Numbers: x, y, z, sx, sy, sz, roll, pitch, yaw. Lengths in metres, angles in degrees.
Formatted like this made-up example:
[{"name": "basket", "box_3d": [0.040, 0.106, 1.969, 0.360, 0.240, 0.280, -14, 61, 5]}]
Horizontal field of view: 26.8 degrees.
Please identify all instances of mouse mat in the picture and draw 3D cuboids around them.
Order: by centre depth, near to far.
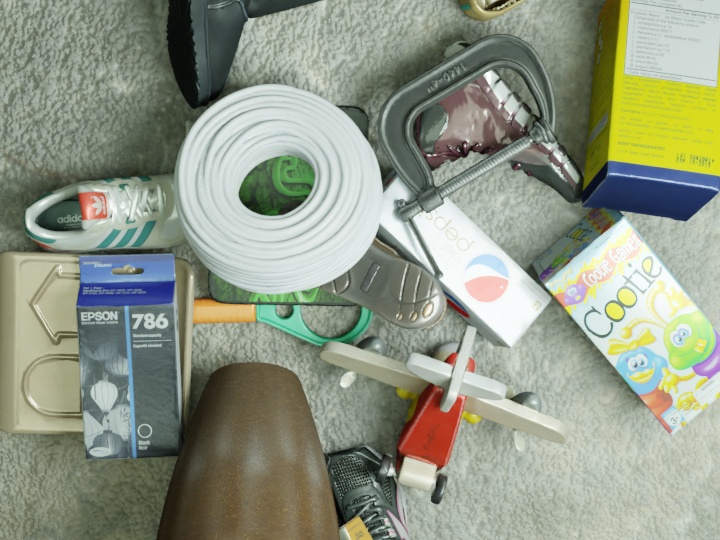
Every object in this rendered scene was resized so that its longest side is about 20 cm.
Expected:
[{"name": "mouse mat", "box_3d": [-0.072, -0.065, 1.515, 0.159, 0.008, 0.203, 1, 97, -1]}]

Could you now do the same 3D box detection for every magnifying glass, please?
[{"name": "magnifying glass", "box_3d": [-0.085, 0.040, 1.539, 0.197, 0.022, 0.081, -1, 102, 0]}]

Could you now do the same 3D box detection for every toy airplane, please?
[{"name": "toy airplane", "box_3d": [0.083, 0.118, 1.498, 0.198, 0.142, 0.201, -17, 124, 31]}]

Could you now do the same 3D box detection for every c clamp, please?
[{"name": "c clamp", "box_3d": [0.106, -0.119, 1.439, 0.199, 0.027, 0.172, -36, 84, 8]}]

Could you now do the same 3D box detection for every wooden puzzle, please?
[{"name": "wooden puzzle", "box_3d": [-0.268, 0.073, 1.528, 0.197, 0.046, 0.188, 3, 102, -4]}]

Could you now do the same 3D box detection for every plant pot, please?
[{"name": "plant pot", "box_3d": [-0.108, 0.200, 1.484, 0.184, 0.187, 0.202, 0, 63, -1]}]

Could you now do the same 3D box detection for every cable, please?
[{"name": "cable", "box_3d": [-0.078, -0.079, 1.432, 0.197, 0.069, 0.202, -1, 68, 3]}]

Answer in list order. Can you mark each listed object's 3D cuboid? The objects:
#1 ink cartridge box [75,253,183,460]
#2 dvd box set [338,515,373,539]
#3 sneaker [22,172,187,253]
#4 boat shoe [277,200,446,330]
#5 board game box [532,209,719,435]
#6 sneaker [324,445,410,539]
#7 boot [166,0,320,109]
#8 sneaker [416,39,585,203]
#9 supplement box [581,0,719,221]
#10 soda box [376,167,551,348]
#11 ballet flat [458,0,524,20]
[{"name": "ink cartridge box", "box_3d": [-0.227, 0.085, 1.490, 0.098, 0.039, 0.203, -3, 102, -2]}, {"name": "dvd box set", "box_3d": [0.004, 0.360, 1.535, 0.146, 0.029, 0.201, -38, 81, 49]}, {"name": "sneaker", "box_3d": [-0.234, -0.056, 1.472, 0.197, 0.093, 0.071, -8, 87, 3]}, {"name": "boat shoe", "box_3d": [0.000, 0.000, 1.477, 0.199, 0.072, 0.076, 35, 93, 21]}, {"name": "board game box", "box_3d": [0.276, 0.045, 1.504, 0.103, 0.105, 0.200, -40, 99, 8]}, {"name": "sneaker", "box_3d": [0.022, 0.276, 1.558, 0.080, 0.086, 0.202, -25, 101, 3]}, {"name": "boot", "box_3d": [-0.101, -0.254, 1.439, 0.161, 0.074, 0.199, -23, 145, -22]}, {"name": "sneaker", "box_3d": [0.125, -0.119, 1.486, 0.115, 0.076, 0.200, -42, 90, 7]}, {"name": "supplement box", "box_3d": [0.278, -0.162, 1.421, 0.107, 0.110, 0.202, 8, 77, -3]}, {"name": "soda box", "box_3d": [0.091, -0.013, 1.501, 0.200, 0.064, 0.068, 43, 81, -9]}, {"name": "ballet flat", "box_3d": [0.184, -0.301, 1.450, 0.199, 0.063, 0.069, -35, 101, 6]}]
